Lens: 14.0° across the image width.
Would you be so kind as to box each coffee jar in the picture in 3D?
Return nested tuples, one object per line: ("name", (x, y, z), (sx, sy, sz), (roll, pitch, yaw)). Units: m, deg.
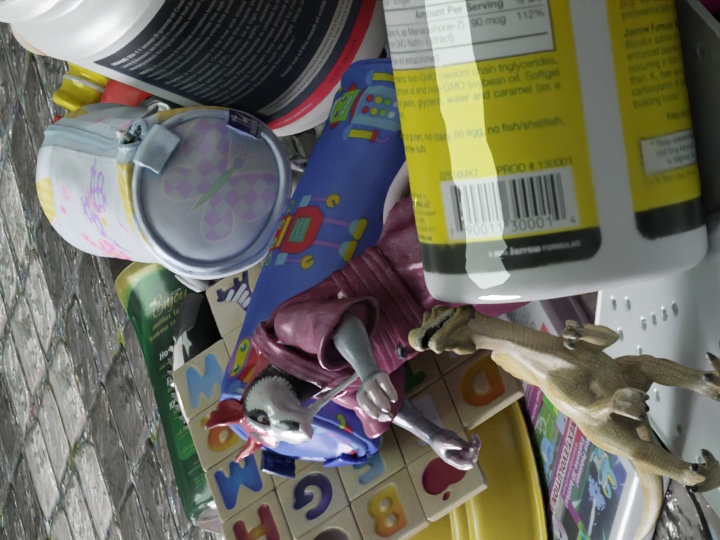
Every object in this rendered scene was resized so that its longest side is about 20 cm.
("coffee jar", (-0.079, 0.052, 1.730), (0.085, 0.104, 0.201), (-32, 64, 26))

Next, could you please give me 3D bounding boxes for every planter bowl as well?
("planter bowl", (0.016, 0.114, 1.459), (0.200, 0.083, 0.201), (169, 90, -71))

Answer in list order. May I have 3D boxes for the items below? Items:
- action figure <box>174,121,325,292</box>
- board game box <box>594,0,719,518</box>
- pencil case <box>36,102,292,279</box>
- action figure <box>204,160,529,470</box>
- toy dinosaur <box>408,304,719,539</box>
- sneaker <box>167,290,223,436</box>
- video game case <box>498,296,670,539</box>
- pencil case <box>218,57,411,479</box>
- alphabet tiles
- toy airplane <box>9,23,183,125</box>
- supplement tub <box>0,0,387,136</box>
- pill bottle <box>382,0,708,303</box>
("action figure", (-0.053, -0.030, 1.601), (0.069, 0.130, 0.200), (52, 163, 1))
("board game box", (0.154, 0.004, 1.161), (0.200, 0.026, 0.201), (-123, 29, -49))
("pencil case", (-0.103, -0.043, 1.473), (0.083, 0.090, 0.200), (-71, 19, -3))
("action figure", (0.011, 0.008, 1.287), (0.149, 0.200, 0.134), (55, 170, 22))
("toy dinosaur", (0.102, 0.053, 1.178), (0.101, 0.200, 0.058), (9, 69, 42))
("sneaker", (-0.033, 0.081, 1.570), (0.070, 0.090, 0.200), (-75, -28, -41))
("video game case", (0.087, 0.095, 1.410), (0.200, 0.023, 0.183), (100, 152, -45))
("pencil case", (0.000, 0.000, 1.391), (0.078, 0.087, 0.201), (-9, 55, 54))
("alphabet tiles", (-0.010, 0.055, 1.422), (0.006, 0.166, 0.200), (42, -160, -47))
("toy airplane", (-0.134, -0.155, 1.644), (0.141, 0.199, 0.201), (4, 125, 26))
("supplement tub", (-0.092, -0.158, 1.457), (0.140, 0.200, 0.141), (-21, 61, 42))
("pill bottle", (0.067, -0.094, 1.141), (0.114, 0.114, 0.201), (-173, 74, -70))
